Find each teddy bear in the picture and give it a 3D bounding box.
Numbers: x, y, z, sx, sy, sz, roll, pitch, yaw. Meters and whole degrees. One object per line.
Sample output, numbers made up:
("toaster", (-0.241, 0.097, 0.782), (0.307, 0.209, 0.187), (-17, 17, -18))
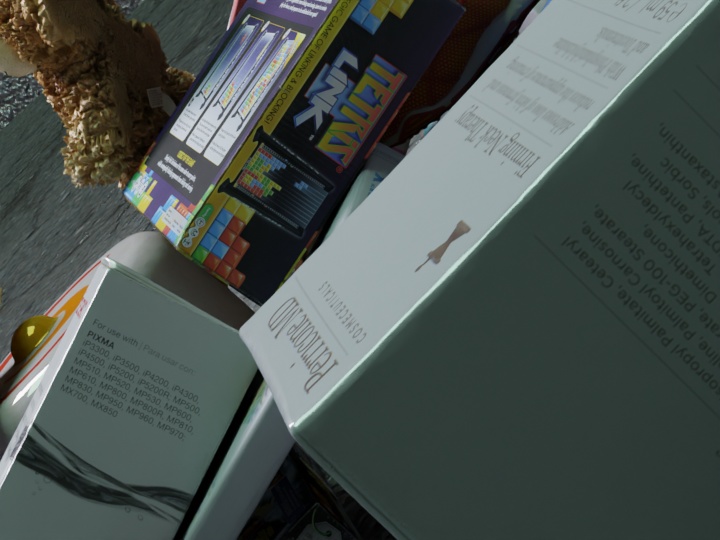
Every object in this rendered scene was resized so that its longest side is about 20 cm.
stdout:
("teddy bear", (-0.141, -0.097, 1.425), (0.066, 0.200, 0.146), (-19, 67, 21))

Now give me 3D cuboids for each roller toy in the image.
("roller toy", (-0.133, 0.075, 1.468), (0.200, 0.140, 0.183), (-44, 12, 19))

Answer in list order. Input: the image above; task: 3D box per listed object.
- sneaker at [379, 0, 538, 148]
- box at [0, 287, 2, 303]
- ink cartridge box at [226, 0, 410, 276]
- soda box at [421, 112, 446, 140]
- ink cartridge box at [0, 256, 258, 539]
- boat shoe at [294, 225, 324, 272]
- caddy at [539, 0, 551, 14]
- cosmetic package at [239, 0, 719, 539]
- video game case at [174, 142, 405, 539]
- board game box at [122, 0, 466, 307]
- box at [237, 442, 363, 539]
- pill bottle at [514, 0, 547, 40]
("sneaker", (0.046, -0.136, 1.365), (0.200, 0.077, 0.073), (-52, -3, 33))
("box", (-0.242, 0.122, 1.416), (0.164, 0.021, 0.201), (-48, 27, 30))
("ink cartridge box", (-0.030, -0.086, 1.528), (0.068, 0.116, 0.201), (-83, 8, -54))
("soda box", (0.076, -0.074, 1.447), (0.064, 0.068, 0.200), (-42, 13, 15))
("ink cartridge box", (-0.123, 0.102, 1.202), (0.201, 0.083, 0.147), (-64, 6, -2))
("boat shoe", (0.000, 0.000, 1.399), (0.070, 0.071, 0.200), (-7, -21, -7))
("caddy", (0.150, -0.124, 1.287), (0.200, 0.105, 0.142), (-37, 14, 32))
("cosmetic package", (0.091, 0.020, 0.906), (0.200, 0.166, 0.167), (-46, 13, 1))
("video game case", (-0.044, 0.061, 1.202), (0.200, 0.022, 0.183), (-59, 6, 31))
("board game box", (-0.037, -0.078, 1.288), (0.166, 0.057, 0.200), (-55, 15, 1))
("box", (-0.070, 0.147, 1.292), (0.137, 0.040, 0.200), (-47, 13, 0))
("pill bottle", (0.162, -0.196, 1.458), (0.200, 0.111, 0.111), (-47, 13, -9))
